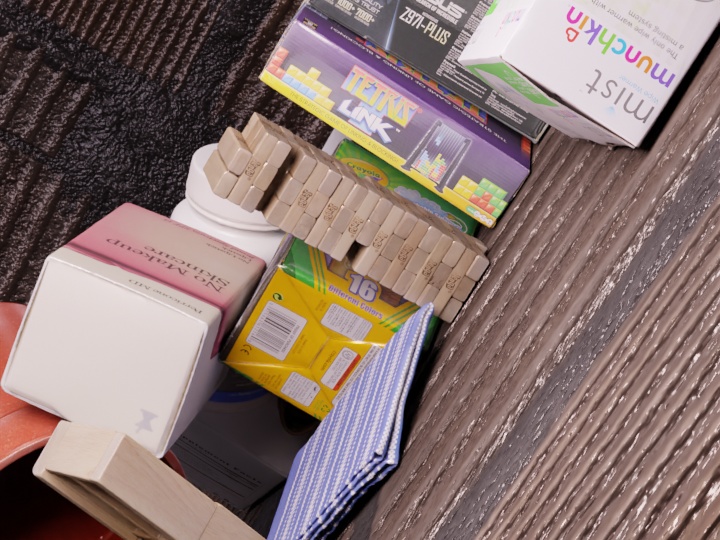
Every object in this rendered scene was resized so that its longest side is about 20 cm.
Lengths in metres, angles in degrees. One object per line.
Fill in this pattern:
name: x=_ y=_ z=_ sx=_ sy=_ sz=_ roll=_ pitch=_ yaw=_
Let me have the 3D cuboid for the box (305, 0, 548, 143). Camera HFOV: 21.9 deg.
box: x=0.072 y=-0.202 z=1.398 sx=0.086 sy=0.200 sz=0.164 roll=-57 pitch=5 yaw=21

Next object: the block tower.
block tower: x=-0.005 y=-0.035 z=1.253 sx=0.054 sy=0.200 sz=0.058 roll=-57 pitch=21 yaw=12

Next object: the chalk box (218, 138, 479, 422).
chalk box: x=0.000 y=0.000 z=1.391 sx=0.125 sy=0.124 sz=0.200 roll=-56 pitch=5 yaw=43

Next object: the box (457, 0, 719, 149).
box: x=0.149 y=-0.166 z=1.060 sx=0.177 sy=0.097 sz=0.200 roll=-57 pitch=6 yaw=4

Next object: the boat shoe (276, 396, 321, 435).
boat shoe: x=-0.015 y=0.057 z=1.529 sx=0.072 sy=0.075 sz=0.200 roll=-75 pitch=7 yaw=-59

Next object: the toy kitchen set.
toy kitchen set: x=-0.200 y=0.235 z=1.313 sx=0.163 sy=0.180 sz=0.200 roll=4 pitch=59 yaw=48

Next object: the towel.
towel: x=-0.010 y=0.128 z=1.265 sx=0.200 sy=0.024 sz=0.145 roll=-52 pitch=14 yaw=43

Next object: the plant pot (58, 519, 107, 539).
plant pot: x=-0.212 y=0.272 z=1.545 sx=0.161 sy=0.201 sz=0.201 roll=-46 pitch=6 yaw=5

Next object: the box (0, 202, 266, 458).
box: x=-0.161 y=0.038 z=1.375 sx=0.200 sy=0.127 sz=0.109 roll=-57 pitch=-11 yaw=-74

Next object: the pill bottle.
pill bottle: x=-0.108 y=0.005 z=1.528 sx=0.114 sy=0.113 sz=0.201 roll=-70 pitch=-7 yaw=-64

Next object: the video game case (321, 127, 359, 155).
video game case: x=-0.003 y=-0.086 z=1.587 sx=0.182 sy=0.022 sz=0.200 roll=100 pitch=-167 yaw=-45

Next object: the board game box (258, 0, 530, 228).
board game box: x=0.032 y=-0.129 z=1.380 sx=0.057 sy=0.200 sz=0.165 roll=-56 pitch=7 yaw=18

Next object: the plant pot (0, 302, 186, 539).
plant pot: x=-0.262 y=0.139 z=1.428 sx=0.201 sy=0.200 sz=0.195 roll=-57 pitch=44 yaw=18

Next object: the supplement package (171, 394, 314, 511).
supplement package: x=-0.109 y=0.127 z=1.714 sx=0.122 sy=0.120 sz=0.200 roll=-60 pitch=5 yaw=-22
